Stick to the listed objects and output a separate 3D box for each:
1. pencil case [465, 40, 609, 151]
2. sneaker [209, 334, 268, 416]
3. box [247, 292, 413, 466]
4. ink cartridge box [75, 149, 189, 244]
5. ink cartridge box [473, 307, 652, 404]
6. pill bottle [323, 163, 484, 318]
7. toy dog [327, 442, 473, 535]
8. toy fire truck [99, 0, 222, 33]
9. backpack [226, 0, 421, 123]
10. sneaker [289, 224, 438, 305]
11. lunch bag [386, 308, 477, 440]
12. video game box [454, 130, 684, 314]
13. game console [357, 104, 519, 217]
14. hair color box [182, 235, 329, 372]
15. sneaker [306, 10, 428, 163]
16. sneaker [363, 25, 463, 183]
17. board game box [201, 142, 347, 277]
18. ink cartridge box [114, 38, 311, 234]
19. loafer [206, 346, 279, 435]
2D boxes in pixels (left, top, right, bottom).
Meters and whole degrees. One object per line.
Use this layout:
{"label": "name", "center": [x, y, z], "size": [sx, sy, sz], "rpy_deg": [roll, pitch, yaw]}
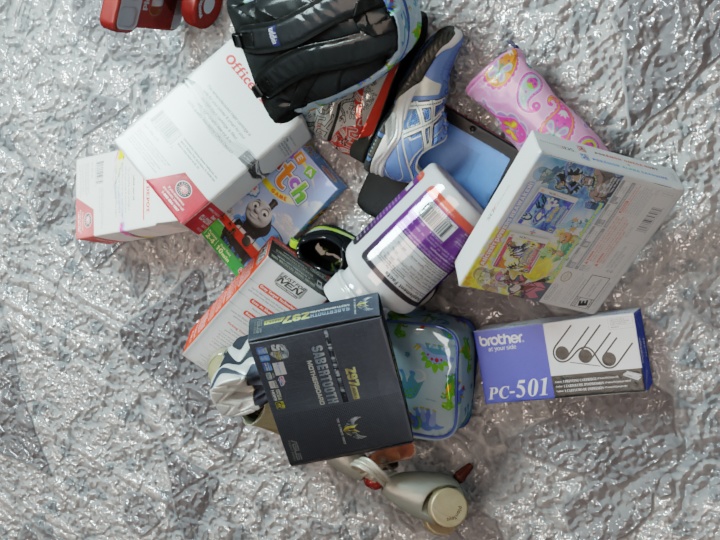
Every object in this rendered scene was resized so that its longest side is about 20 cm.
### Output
{"label": "pencil case", "center": [0.212, -0.165, 1.250], "size": [0.087, 0.087, 0.200], "rpy_deg": [-44, 80, 25]}
{"label": "sneaker", "center": [-0.090, 0.109, 1.370], "size": [0.198, 0.130, 0.080], "rpy_deg": [-17, 122, 7]}
{"label": "box", "center": [-0.032, 0.132, 1.280], "size": [0.157, 0.051, 0.201], "rpy_deg": [-11, 123, 4]}
{"label": "ink cartridge box", "center": [-0.298, -0.106, 1.487], "size": [0.199, 0.067, 0.117], "rpy_deg": [-6, 81, 34]}
{"label": "ink cartridge box", "center": [0.242, 0.104, 1.307], "size": [0.199, 0.044, 0.095], "rpy_deg": [-9, 94, 27]}
{"label": "pill bottle", "center": [0.054, -0.021, 1.286], "size": [0.200, 0.111, 0.111], "rpy_deg": [-44, 80, 12]}
{"label": "toy dog", "center": [0.065, 0.256, 1.387], "size": [0.200, 0.097, 0.132], "rpy_deg": [38, 159, -16]}
{"label": "toy fire truck", "center": [-0.252, -0.400, 1.380], "size": [0.112, 0.168, 0.201], "rpy_deg": [25, 109, 19]}
{"label": "backpack", "center": [-0.029, -0.277, 1.247], "size": [0.199, 0.154, 0.164], "rpy_deg": [-13, 104, 45]}
{"label": "sneaker", "center": [0.000, 0.000, 1.381], "size": [0.199, 0.083, 0.072], "rpy_deg": [19, 108, 21]}
{"label": "lunch bag", "center": [0.047, 0.129, 1.381], "size": [0.199, 0.082, 0.162], "rpy_deg": [6, 103, 26]}
{"label": "video game box", "center": [0.226, -0.047, 1.202], "size": [0.181, 0.047, 0.200], "rpy_deg": [11, 131, -21]}
{"label": "game console", "center": [0.107, -0.106, 1.341], "size": [0.200, 0.031, 0.177], "rpy_deg": [34, 112, 17]}
{"label": "hair color box", "center": [-0.140, 0.061, 1.452], "size": [0.101, 0.061, 0.200], "rpy_deg": [36, 116, -16]}
{"label": "sneaker", "center": [0.001, -0.244, 1.345], "size": [0.108, 0.067, 0.202], "rpy_deg": [30, 113, 15]}
{"label": "sneaker", "center": [0.077, -0.195, 1.293], "size": [0.077, 0.076, 0.201], "rpy_deg": [25, 114, -4]}
{"label": "board game box", "center": [-0.133, -0.098, 1.453], "size": [0.151, 0.037, 0.200], "rpy_deg": [49, 115, 10]}
{"label": "ink cartridge box", "center": [-0.182, -0.167, 1.368], "size": [0.200, 0.084, 0.144], "rpy_deg": [-41, 80, 0]}
{"label": "loafer", "center": [-0.123, 0.182, 1.447], "size": [0.199, 0.068, 0.076], "rpy_deg": [33, 120, -14]}
